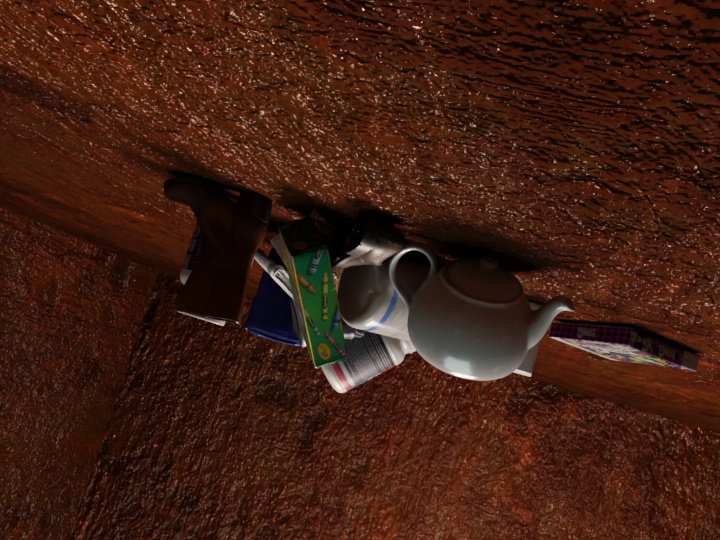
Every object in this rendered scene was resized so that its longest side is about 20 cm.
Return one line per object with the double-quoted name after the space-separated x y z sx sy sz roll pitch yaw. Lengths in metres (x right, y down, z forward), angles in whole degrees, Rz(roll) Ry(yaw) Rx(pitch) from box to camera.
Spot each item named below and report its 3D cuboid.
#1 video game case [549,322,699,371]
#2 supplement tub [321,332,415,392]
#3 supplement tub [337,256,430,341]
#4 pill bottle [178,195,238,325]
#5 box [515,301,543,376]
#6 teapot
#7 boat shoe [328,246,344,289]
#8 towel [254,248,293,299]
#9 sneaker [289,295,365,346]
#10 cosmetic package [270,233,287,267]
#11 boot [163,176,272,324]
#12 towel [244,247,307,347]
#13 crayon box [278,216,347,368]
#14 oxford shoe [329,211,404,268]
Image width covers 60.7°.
0.489 0.141 1.155 0.179 0.037 0.199 20 171 -23 "video game case"
0.009 0.159 1.320 0.197 0.142 0.140 -27 168 0 "supplement tub"
0.072 0.048 1.026 0.198 0.135 0.131 18 172 -36 "supplement tub"
-0.238 -0.016 1.036 0.109 0.204 0.111 16 171 3 "pill bottle"
0.236 0.109 1.152 0.196 0.127 0.097 14 171 18 "box"
0.161 0.047 0.883 0.196 0.149 0.198 -3 -149 -22 "teapot"
-0.054 0.009 1.100 0.072 0.072 0.201 47 158 19 "boat shoe"
-0.184 -0.025 1.172 0.200 0.031 0.150 43 172 33 "towel"
-0.064 0.087 1.225 0.143 0.078 0.202 -10 -160 -13 "sneaker"
-0.116 -0.016 1.172 0.083 0.050 0.200 53 176 10 "cosmetic package"
-0.245 -0.032 0.953 0.185 0.204 0.069 16 172 1 "boot"
-0.156 0.059 1.337 0.145 0.203 0.050 18 154 -9 "towel"
-0.075 0.034 0.966 0.057 0.203 0.119 -15 -151 -11 "crayon box"
0.004 -0.031 0.914 0.083 0.074 0.199 18 172 -20 "oxford shoe"
